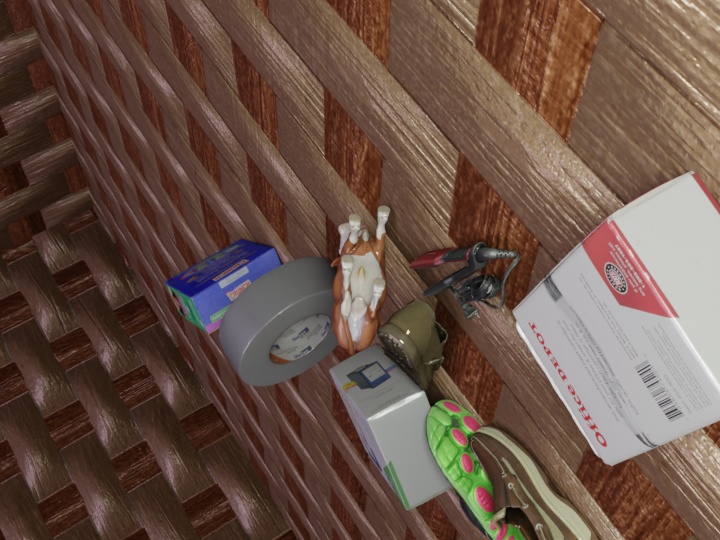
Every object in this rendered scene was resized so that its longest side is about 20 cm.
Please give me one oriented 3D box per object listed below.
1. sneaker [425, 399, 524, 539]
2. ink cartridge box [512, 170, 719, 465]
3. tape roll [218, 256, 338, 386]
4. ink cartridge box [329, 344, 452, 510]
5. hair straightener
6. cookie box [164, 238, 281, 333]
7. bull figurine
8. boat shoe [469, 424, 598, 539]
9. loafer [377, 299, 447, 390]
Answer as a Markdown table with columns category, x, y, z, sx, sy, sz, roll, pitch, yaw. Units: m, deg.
| category | x | y | z | sx | sy | sz | roll | pitch | yaw |
| --- | --- | --- | --- | --- | --- | --- | --- | --- | --- |
| sneaker | 0.134 | 0.257 | 1.238 | 0.202 | 0.076 | 0.084 | 62 | 158 | 4 |
| ink cartridge box | 0.207 | 0.043 | 0.724 | 0.148 | 0.082 | 0.200 | 59 | 161 | 12 |
| tape roll | -0.101 | 0.074 | 1.418 | 0.066 | 0.199 | 0.201 | 52 | 159 | 28 |
| ink cartridge box | 0.042 | 0.205 | 1.351 | 0.147 | 0.087 | 0.200 | 67 | 172 | -19 |
| hair straightener | 0.113 | 0.010 | 1.020 | 0.078 | 0.041 | 0.200 | 63 | 158 | -4 |
| cookie box | -0.239 | 0.023 | 1.771 | 0.076 | 0.170 | 0.200 | 64 | 162 | -17 |
| bull figurine | 0.000 | 0.000 | 1.174 | 0.122 | 0.064 | 0.202 | 98 | 173 | -46 |
| boat shoe | 0.176 | 0.257 | 1.124 | 0.202 | 0.074 | 0.075 | 45 | 155 | 43 |
| loafer | 0.070 | 0.089 | 1.194 | 0.076 | 0.067 | 0.200 | 43 | 173 | 14 |
